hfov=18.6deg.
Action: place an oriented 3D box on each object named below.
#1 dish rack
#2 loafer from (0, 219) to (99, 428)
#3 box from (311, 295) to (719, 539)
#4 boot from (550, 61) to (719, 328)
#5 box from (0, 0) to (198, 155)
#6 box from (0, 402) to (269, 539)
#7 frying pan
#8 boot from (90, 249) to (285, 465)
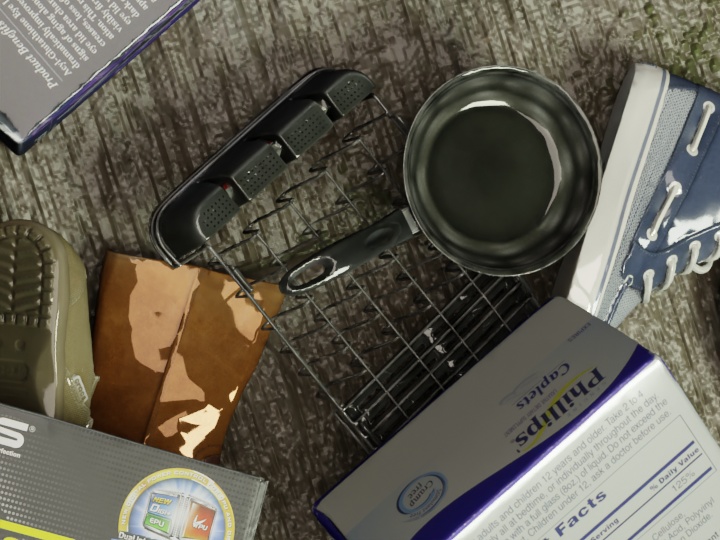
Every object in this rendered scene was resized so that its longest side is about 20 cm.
[{"bbox_3d":[0.000,0.000,1.214,0.153,0.055,0.200,-43,101,-21],"label":"dish rack"},{"bbox_3d":[-0.174,0.073,1.169,0.076,0.067,0.201,13,97,23],"label":"loafer"},{"bbox_3d":[0.110,0.149,1.184,0.184,0.105,0.200,-40,122,-7],"label":"box"},{"bbox_3d":[0.167,-0.012,1.242,0.090,0.073,0.200,19,87,-2],"label":"boot"},{"bbox_3d":[-0.141,-0.163,1.159,0.200,0.148,0.104,-42,96,-5],"label":"box"},{"bbox_3d":[-0.163,0.155,1.096,0.200,0.044,0.161,18,80,-14],"label":"box"},{"bbox_3d":[0.053,-0.026,1.193,0.115,0.031,0.190,42,79,-10],"label":"frying pan"},{"bbox_3d":[-0.078,0.104,1.225,0.188,0.068,0.200,17,80,-1],"label":"boot"}]
